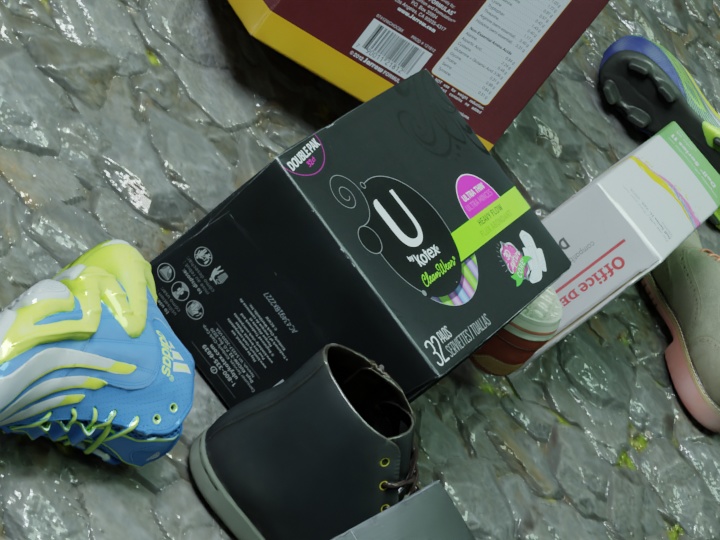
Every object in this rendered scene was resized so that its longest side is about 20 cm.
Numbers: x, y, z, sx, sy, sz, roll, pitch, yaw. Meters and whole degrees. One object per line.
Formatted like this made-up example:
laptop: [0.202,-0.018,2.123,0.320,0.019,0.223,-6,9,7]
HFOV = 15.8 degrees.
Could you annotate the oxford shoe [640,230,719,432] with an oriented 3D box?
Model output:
oxford shoe: [0.244,0.014,1.807,0.071,0.074,0.200,20,43,-42]

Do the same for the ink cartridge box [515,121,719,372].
ink cartridge box: [0.151,-0.017,1.670,0.067,0.117,0.200,52,30,1]

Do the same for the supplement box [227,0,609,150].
supplement box: [0.041,-0.211,1.614,0.197,0.200,0.133,28,18,-35]

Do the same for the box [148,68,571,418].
box: [0.000,0.000,1.443,0.149,0.124,0.200,53,31,0]

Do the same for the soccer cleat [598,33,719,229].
soccer cleat: [0.259,-0.101,1.960,0.200,0.065,0.084,46,28,-10]

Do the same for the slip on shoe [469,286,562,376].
slip on shoe: [0.059,-0.013,1.607,0.074,0.061,0.200,8,37,-35]

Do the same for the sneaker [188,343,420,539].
sneaker: [0.013,0.135,1.334,0.200,0.106,0.075,45,31,-12]

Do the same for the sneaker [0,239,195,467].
sneaker: [-0.132,0.055,1.253,0.105,0.076,0.200,51,29,-3]

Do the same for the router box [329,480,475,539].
router box: [-0.005,0.206,1.216,0.200,0.051,0.149,-24,78,-35]
